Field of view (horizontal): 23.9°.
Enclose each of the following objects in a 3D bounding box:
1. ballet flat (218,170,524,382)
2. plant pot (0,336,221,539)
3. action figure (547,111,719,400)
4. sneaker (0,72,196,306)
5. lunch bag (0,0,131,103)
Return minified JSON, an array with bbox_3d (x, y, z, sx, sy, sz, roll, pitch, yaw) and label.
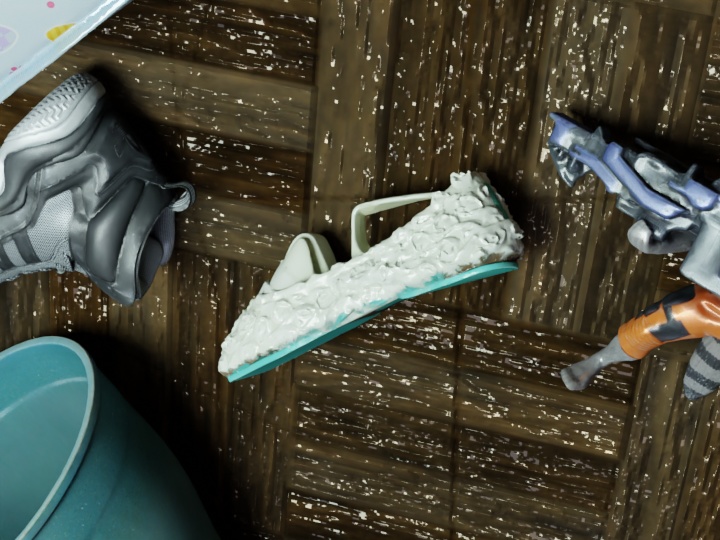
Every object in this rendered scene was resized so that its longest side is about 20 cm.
[{"bbox_3d":[0.000,0.000,0.939,0.199,0.072,0.072,-24,112,26],"label":"ballet flat"},{"bbox_3d":[-0.173,0.175,1.028,0.199,0.201,0.188,-25,126,29],"label":"plant pot"},{"bbox_3d":[0.180,-0.007,0.873,0.200,0.104,0.194,41,121,23],"label":"action figure"},{"bbox_3d":[-0.177,-0.011,0.970,0.114,0.076,0.200,41,121,-7],"label":"sneaker"},{"bbox_3d":[-0.163,-0.200,0.822,0.199,0.127,0.170,-31,110,23],"label":"lunch bag"}]
